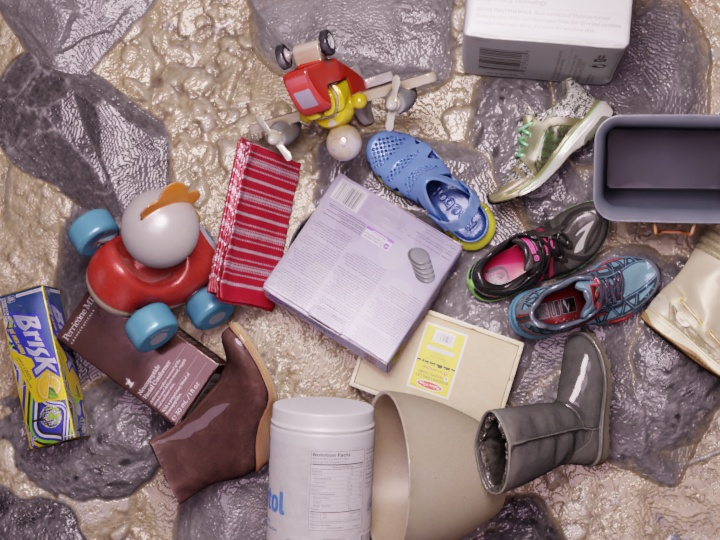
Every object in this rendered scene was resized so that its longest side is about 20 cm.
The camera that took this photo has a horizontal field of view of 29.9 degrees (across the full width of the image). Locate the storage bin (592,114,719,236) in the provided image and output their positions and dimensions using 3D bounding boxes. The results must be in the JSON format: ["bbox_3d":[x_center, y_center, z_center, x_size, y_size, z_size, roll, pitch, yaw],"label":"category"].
[{"bbox_3d":[0.381,-0.121,1.644,0.197,0.134,0.148,1,100,7],"label":"storage bin"}]

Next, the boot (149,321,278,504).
[{"bbox_3d":[-0.184,0.179,1.666,0.165,0.072,0.202,-24,116,-15],"label":"boot"}]

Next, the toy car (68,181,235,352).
[{"bbox_3d":[-0.235,-0.041,1.645,0.176,0.200,0.185,-19,66,-37],"label":"toy car"}]

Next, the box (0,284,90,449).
[{"bbox_3d":[-0.407,0.124,1.742,0.064,0.070,0.202,-15,84,5],"label":"box"}]

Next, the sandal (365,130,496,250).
[{"bbox_3d":[0.089,-0.109,1.703,0.199,0.087,0.080,38,91,10],"label":"sandal"}]

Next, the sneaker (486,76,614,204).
[{"bbox_3d":[0.222,-0.164,1.695,0.200,0.077,0.089,-43,93,-7],"label":"sneaker"}]

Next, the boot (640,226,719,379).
[{"bbox_3d":[0.466,0.057,1.654,0.199,0.073,0.156,36,92,13],"label":"boot"}]

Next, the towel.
[{"bbox_3d":[-0.129,-0.053,1.693,0.022,0.144,0.203,9,85,28],"label":"towel"}]

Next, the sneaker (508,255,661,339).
[{"bbox_3d":[0.285,0.038,1.657,0.198,0.096,0.080,-21,89,-5],"label":"sneaker"}]

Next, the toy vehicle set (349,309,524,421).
[{"bbox_3d":[0.097,0.119,1.710,0.198,0.027,0.126,19,87,7],"label":"toy vehicle set"}]

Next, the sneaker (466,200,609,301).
[{"bbox_3d":[0.225,-0.020,1.680,0.199,0.084,0.077,-31,83,3],"label":"sneaker"}]

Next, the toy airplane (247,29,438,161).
[{"bbox_3d":[-0.025,-0.202,1.670,0.197,0.200,0.143,-6,79,-23],"label":"toy airplane"}]

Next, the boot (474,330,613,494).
[{"bbox_3d":[0.216,0.167,1.615,0.198,0.072,0.184,0,82,-36],"label":"boot"}]

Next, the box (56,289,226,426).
[{"bbox_3d":[-0.277,0.103,1.730,0.199,0.075,0.101,34,89,10],"label":"box"}]

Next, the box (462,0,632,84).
[{"bbox_3d":[0.228,-0.338,1.651,0.197,0.199,0.174,5,85,5],"label":"box"}]

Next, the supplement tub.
[{"bbox_3d":[-0.049,0.264,1.648,0.130,0.132,0.203,2,94,6],"label":"supplement tub"}]

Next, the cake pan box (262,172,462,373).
[{"bbox_3d":[0.000,0.000,1.696,0.199,0.052,0.185,30,72,9],"label":"cake pan box"}]

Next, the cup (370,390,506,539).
[{"bbox_3d":[0.095,0.246,1.633,0.141,0.200,0.203,1,85,-16],"label":"cup"}]
